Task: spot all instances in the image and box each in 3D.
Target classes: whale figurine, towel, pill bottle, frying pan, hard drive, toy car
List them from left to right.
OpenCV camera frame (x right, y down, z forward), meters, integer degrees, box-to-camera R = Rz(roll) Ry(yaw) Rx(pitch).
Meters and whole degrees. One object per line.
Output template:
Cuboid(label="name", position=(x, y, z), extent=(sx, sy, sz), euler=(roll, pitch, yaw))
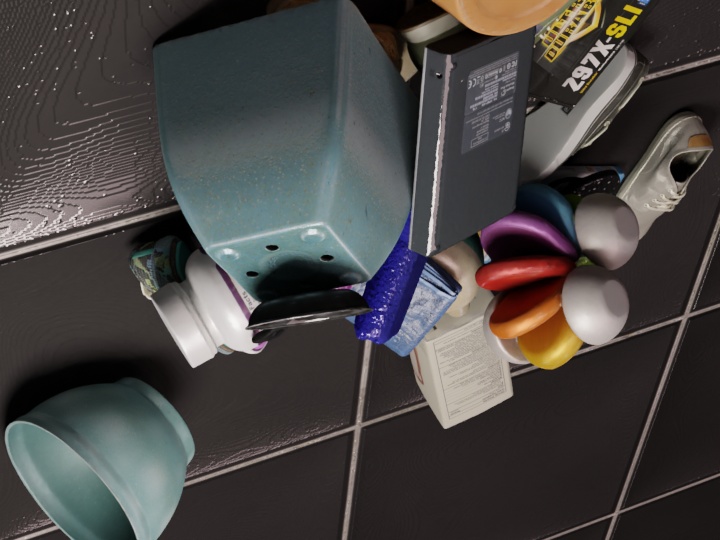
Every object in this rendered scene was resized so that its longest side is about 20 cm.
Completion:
Cuboid(label="pill bottle", position=(-0.100, 0.008, 1.594), extent=(0.199, 0.112, 0.113), euler=(-31, 146, -8))
Cuboid(label="frying pan", position=(-0.047, 0.040, 1.470), extent=(0.114, 0.031, 0.190), euler=(-8, 176, -2))
Cuboid(label="towel", position=(0.000, 0.000, 1.701), extent=(0.199, 0.049, 0.112), euler=(36, 117, -8))
Cuboid(label="towel", position=(0.042, -0.031, 1.591), extent=(0.148, 0.049, 0.201), euler=(-13, 124, -81))
Cuboid(label="whale figurine", position=(0.055, -0.005, 1.805), extent=(0.158, 0.104, 0.200), euler=(26, 144, -15))
Cuboid(label="hard drive", position=(0.103, -0.125, 1.496), extent=(0.139, 0.033, 0.201), euler=(-28, 132, -44))
Cuboid(label="toy car", position=(0.188, -0.005, 1.724), extent=(0.150, 0.201, 0.175), euler=(31, 148, -29))

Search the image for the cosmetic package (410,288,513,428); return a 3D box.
Cuboid(label="cosmetic package", position=(0.114, 0.089, 1.959), extent=(0.103, 0.087, 0.201), euler=(-25, 144, -9))

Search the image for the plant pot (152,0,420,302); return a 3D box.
Cuboid(label="plant pot", position=(-0.064, -0.089, 1.457), extent=(0.195, 0.201, 0.196), euler=(-11, 150, 20))

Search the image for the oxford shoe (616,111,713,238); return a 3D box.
Cuboid(label="oxford shoe", position=(0.355, -0.098, 1.930), extent=(0.075, 0.058, 0.201), euler=(-8, 141, -32))

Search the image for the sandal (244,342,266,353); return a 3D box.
Cuboid(label="sandal", position=(-0.114, 0.023, 1.709), extent=(0.049, 0.083, 0.203), euler=(5, 147, 17))

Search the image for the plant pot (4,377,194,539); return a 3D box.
Cuboid(label="plant pot", position=(-0.264, 0.200, 1.756), extent=(0.134, 0.200, 0.201), euler=(-42, 154, -33))

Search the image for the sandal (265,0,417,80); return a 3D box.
Cuboid(label="sandal", position=(-0.004, -0.196, 1.535), extent=(0.078, 0.070, 0.211), euler=(-44, 143, 18))

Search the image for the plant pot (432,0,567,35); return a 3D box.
Cuboid(label="plant pot", position=(0.113, -0.301, 1.430), extent=(0.199, 0.140, 0.201), euler=(-19, 144, -14))

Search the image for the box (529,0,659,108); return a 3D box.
Cuboid(label="box", position=(0.211, -0.262, 1.630), extent=(0.159, 0.049, 0.200), euler=(8, 130, -44))

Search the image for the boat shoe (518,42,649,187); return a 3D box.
Cuboid(label="boat shoe", position=(0.232, -0.158, 1.753), extent=(0.200, 0.071, 0.063), euler=(-47, 141, 20))

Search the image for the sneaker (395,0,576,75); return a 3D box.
Cuboid(label="sneaker", position=(0.141, -0.230, 1.549), extent=(0.199, 0.067, 0.090), euler=(-18, 119, 15))

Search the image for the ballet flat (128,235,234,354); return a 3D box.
Cuboid(label="ballet flat", position=(-0.184, 0.026, 1.696), extent=(0.074, 0.074, 0.200), euler=(-29, 143, -1))

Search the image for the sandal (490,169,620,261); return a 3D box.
Cuboid(label="sandal", position=(0.213, -0.063, 1.856), extent=(0.075, 0.048, 0.200), euler=(4, 145, -40))

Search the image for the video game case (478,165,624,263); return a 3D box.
Cuboid(label="video game case", position=(0.197, -0.064, 1.890), extent=(0.199, 0.018, 0.144), euler=(-2, 136, -34))
